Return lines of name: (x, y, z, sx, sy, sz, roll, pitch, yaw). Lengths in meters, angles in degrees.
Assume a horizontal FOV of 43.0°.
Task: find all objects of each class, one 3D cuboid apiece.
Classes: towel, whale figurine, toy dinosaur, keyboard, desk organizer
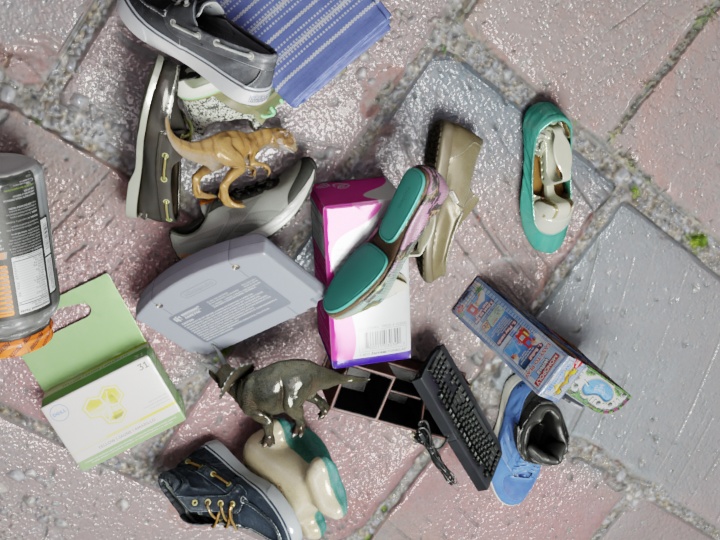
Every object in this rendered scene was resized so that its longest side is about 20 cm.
towel: (-0.079, -0.289, 0.967, 0.144, 0.024, 0.201, -40, 83, 2)
whale figurine: (-0.065, 0.250, 1.130, 0.103, 0.199, 0.161, -23, 95, -31)
toy dinosaur: (-0.156, -0.125, 0.989, 0.199, 0.060, 0.107, -14, 124, -50)
keyboard: (0.120, 0.203, 1.161, 0.127, 0.020, 0.201, -52, 121, -37)
desk organizer: (0.051, 0.156, 1.183, 0.198, 0.077, 0.072, 18, 105, -20)
toy dinosaur: (-0.091, 0.142, 1.069, 0.197, 0.077, 0.103, -7, 122, 13)

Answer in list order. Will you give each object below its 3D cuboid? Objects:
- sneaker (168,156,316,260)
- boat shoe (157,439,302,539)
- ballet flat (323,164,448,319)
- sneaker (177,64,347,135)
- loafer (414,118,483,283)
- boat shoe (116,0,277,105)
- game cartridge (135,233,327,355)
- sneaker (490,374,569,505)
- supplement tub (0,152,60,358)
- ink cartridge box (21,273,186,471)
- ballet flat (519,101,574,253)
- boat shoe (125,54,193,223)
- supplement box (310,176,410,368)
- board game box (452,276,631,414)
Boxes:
sneaker: (-0.134, -0.069, 1.058, 0.199, 0.074, 0.080, -37, 109, 1)
boat shoe: (-0.160, 0.287, 1.105, 0.090, 0.199, 0.072, -28, 129, -33)
ballet flat: (0.037, -0.021, 1.017, 0.071, 0.069, 0.201, 24, 102, -41)
sneaker: (-0.111, -0.201, 1.023, 0.197, 0.077, 0.089, -11, 125, -4)
loafer: (0.109, -0.080, 1.112, 0.066, 0.076, 0.203, 4, 109, -9)
boat shoe: (-0.167, -0.250, 0.936, 0.199, 0.072, 0.068, 38, 129, 17)
game cartridge: (-0.154, 0.029, 1.046, 0.198, 0.041, 0.133, -24, 141, 26)
sneaker: (0.228, 0.252, 1.245, 0.076, 0.111, 0.203, 2, 109, -15)
supplement tub: (-0.392, -0.016, 0.983, 0.121, 0.123, 0.203, -5, 111, -12)
ink cartridge box: (-0.318, 0.124, 1.096, 0.144, 0.048, 0.202, -26, 116, -3)
ballet flat: (0.235, -0.106, 1.137, 0.066, 0.070, 0.203, -12, 113, -10)
boat shoe: (-0.211, -0.138, 0.990, 0.060, 0.072, 0.203, 13, 130, -9)
supplement box: (0.000, 0.000, 1.100, 0.100, 0.103, 0.203, -6, 112, -11)
board game box: (0.235, 0.114, 1.147, 0.199, 0.200, 0.062, 34, 99, -22)
